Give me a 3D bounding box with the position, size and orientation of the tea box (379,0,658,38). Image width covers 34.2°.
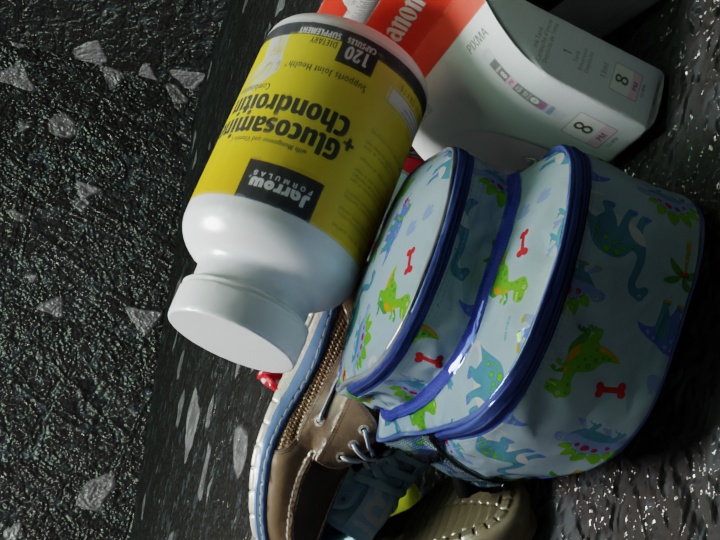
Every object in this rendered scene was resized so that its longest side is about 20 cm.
[{"bbox_3d":[0.088,-0.268,0.747,0.133,0.196,0.201,-28,49,54],"label":"tea box"}]

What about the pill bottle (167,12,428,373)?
[{"bbox_3d":[-0.040,-0.046,0.709,0.201,0.111,0.112,-69,11,-21],"label":"pill bottle"}]

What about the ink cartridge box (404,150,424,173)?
[{"bbox_3d":[0.030,-0.052,1.042,0.176,0.083,0.201,-94,22,-45],"label":"ink cartridge box"}]

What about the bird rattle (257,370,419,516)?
[{"bbox_3d":[-0.023,0.163,0.958,0.164,0.112,0.200,64,175,-28],"label":"bird rattle"}]

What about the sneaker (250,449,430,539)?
[{"bbox_3d":[0.011,0.146,0.799,0.200,0.074,0.082,-42,34,17],"label":"sneaker"}]

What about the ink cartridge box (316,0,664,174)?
[{"bbox_3d":[0.064,-0.115,0.738,0.163,0.199,0.057,135,155,-65],"label":"ink cartridge box"}]

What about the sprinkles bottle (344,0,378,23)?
[{"bbox_3d":[-0.004,-0.344,1.448,0.200,0.068,0.069,126,153,-57],"label":"sprinkles bottle"}]

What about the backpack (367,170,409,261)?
[{"bbox_3d":[0.000,0.000,0.878,0.154,0.199,0.176,-68,12,-9],"label":"backpack"}]

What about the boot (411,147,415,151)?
[{"bbox_3d":[0.051,-0.151,0.916,0.075,0.199,0.098,55,-135,-55],"label":"boot"}]

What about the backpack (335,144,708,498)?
[{"bbox_3d":[0.079,0.022,0.642,0.200,0.146,0.184,-25,44,67],"label":"backpack"}]

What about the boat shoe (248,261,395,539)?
[{"bbox_3d":[-0.013,0.092,0.740,0.072,0.072,0.202,18,-94,-61],"label":"boat shoe"}]

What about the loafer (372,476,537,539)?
[{"bbox_3d":[0.053,0.192,0.783,0.200,0.067,0.076,-35,17,48],"label":"loafer"}]
